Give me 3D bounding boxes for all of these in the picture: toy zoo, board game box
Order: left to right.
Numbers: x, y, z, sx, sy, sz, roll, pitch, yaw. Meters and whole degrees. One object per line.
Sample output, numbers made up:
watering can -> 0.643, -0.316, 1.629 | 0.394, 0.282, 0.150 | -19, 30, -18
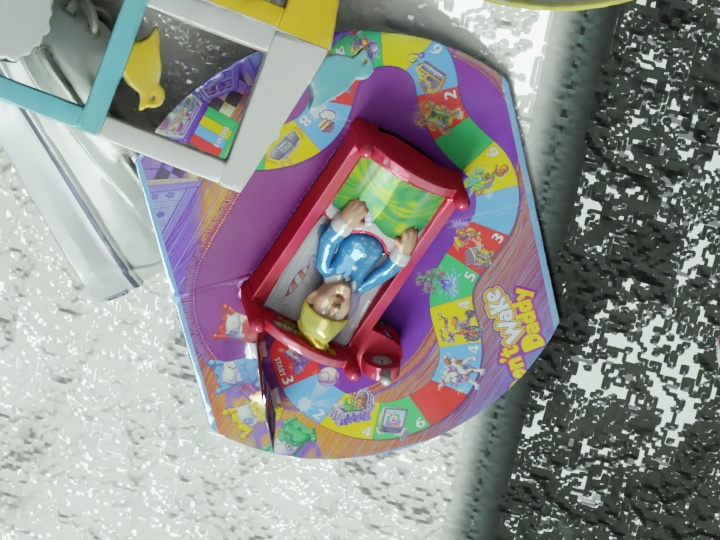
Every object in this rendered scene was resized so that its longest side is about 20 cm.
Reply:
toy zoo -> -0.088, -0.116, 1.103 | 0.200, 0.020, 0.131 | 20, 91, -6
board game box -> 0.000, 0.000, 1.154 | 0.158, 0.039, 0.200 | -14, 118, -2

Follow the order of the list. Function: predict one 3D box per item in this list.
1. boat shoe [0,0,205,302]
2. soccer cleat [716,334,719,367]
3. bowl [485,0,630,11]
boat shoe -> -0.127, -0.084, 1.153 | 0.066, 0.072, 0.200 | -27, 103, 2
soccer cleat -> 0.241, 0.073, 1.151 | 0.200, 0.070, 0.086 | 12, 123, 6
bowl -> 0.055, -0.188, 1.006 | 0.200, 0.094, 0.201 | 1, 87, -12
